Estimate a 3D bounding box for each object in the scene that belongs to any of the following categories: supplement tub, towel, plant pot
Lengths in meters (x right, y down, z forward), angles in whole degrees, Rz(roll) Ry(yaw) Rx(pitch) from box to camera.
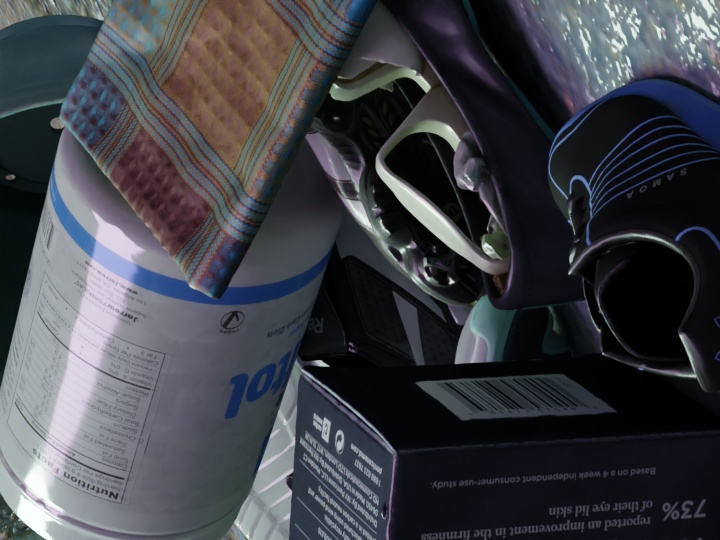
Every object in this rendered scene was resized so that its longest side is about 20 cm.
[{"bbox_3d":[-0.092,0.024,1.098,0.132,0.132,0.200,52,139,36],"label":"supplement tub"},{"bbox_3d":[-0.049,-0.109,0.946,0.147,0.022,0.200,48,117,44],"label":"towel"},{"bbox_3d":[-0.147,-0.046,1.202,0.134,0.200,0.200,-106,-1,-48],"label":"plant pot"}]

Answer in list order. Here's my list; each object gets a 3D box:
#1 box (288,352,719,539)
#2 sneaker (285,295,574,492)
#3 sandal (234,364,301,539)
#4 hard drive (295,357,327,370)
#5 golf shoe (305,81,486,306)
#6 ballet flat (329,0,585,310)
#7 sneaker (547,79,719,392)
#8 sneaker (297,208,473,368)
[{"bbox_3d":[0.053,0.143,0.945,0.104,0.148,0.200,-144,56,-63],"label":"box"},{"bbox_3d":[0.024,0.096,1.077,0.140,0.078,0.200,12,109,36],"label":"sneaker"},{"bbox_3d":[-0.021,0.120,1.233,0.050,0.082,0.203,13,-145,-50],"label":"sandal"},{"bbox_3d":[-0.013,0.066,1.271,0.132,0.025,0.200,48,159,44],"label":"hard drive"},{"bbox_3d":[-0.002,-0.074,1.012,0.200,0.078,0.094,64,170,0],"label":"golf shoe"},{"bbox_3d":[0.027,-0.070,0.924,0.200,0.073,0.073,59,167,9],"label":"ballet flat"},{"bbox_3d":[0.094,-0.011,0.764,0.070,0.078,0.200,65,167,-17],"label":"sneaker"},{"bbox_3d":[0.000,0.000,1.128,0.200,0.090,0.066,60,167,4],"label":"sneaker"}]
